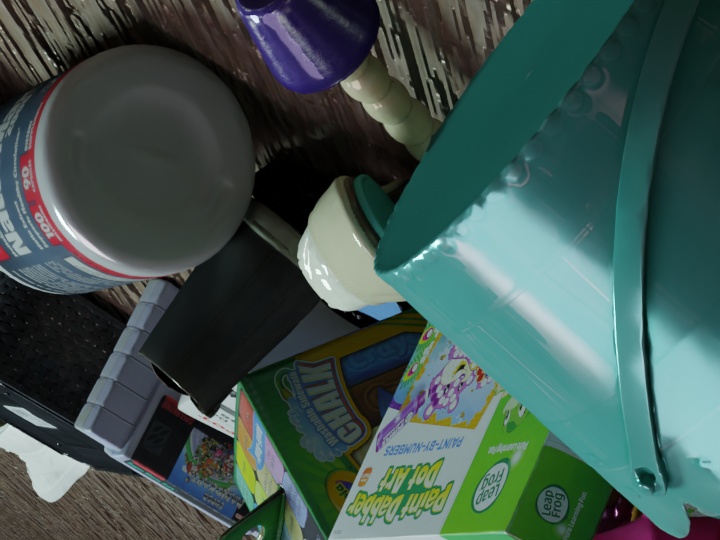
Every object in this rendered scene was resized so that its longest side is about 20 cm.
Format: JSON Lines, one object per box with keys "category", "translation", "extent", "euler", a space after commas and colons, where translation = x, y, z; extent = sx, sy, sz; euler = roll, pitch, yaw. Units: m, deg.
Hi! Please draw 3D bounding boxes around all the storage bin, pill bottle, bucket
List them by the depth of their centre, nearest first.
{"category": "bucket", "translation": [0.109, -0.031, 0.669], "extent": [0.135, 0.207, 0.207], "euler": [36, 161, -9]}
{"category": "pill bottle", "translation": [-0.150, -0.048, 1.079], "extent": [0.120, 0.120, 0.200], "euler": [32, 161, -22]}
{"category": "storage bin", "translation": [-0.246, 0.082, 1.604], "extent": [0.200, 0.094, 0.135], "euler": [35, 160, -33]}

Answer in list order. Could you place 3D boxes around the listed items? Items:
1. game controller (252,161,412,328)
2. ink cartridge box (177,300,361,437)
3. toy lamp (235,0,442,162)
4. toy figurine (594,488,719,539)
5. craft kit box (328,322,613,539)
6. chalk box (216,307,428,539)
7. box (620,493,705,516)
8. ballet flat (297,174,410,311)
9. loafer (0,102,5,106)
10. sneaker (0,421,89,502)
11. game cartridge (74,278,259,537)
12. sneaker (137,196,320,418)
{"category": "game controller", "translation": [0.000, 0.000, 1.153], "extent": [0.104, 0.042, 0.200], "euler": [17, 160, 22]}
{"category": "ink cartridge box", "translation": [-0.028, 0.078, 1.343], "extent": [0.146, 0.084, 0.200], "euler": [28, 162, -9]}
{"category": "toy lamp", "translation": [0.013, -0.076, 0.895], "extent": [0.058, 0.058, 0.200], "euler": [9, 157, 39]}
{"category": "toy figurine", "translation": [0.136, 0.091, 1.001], "extent": [0.200, 0.184, 0.150], "euler": [5, 154, 48]}
{"category": "craft kit box", "translation": [0.077, 0.048, 0.933], "extent": [0.048, 0.198, 0.200], "euler": [28, 161, -17]}
{"category": "chalk box", "translation": [0.002, 0.117, 1.110], "extent": [0.124, 0.200, 0.125], "euler": [60, 158, 27]}
{"category": "box", "translation": [0.213, 0.168, 1.096], "extent": [0.124, 0.200, 0.149], "euler": [15, 160, 28]}
{"category": "ballet flat", "translation": [0.006, -0.008, 0.956], "extent": [0.069, 0.070, 0.200], "euler": [20, -173, 13]}
{"category": "loafer", "translation": [-0.264, -0.084, 1.182], "extent": [0.200, 0.072, 0.063], "euler": [28, 130, -20]}
{"category": "sneaker", "translation": [-0.343, 0.180, 2.086], "extent": [0.115, 0.074, 0.200], "euler": [29, 152, -9]}
{"category": "game cartridge", "translation": [-0.106, 0.110, 1.464], "extent": [0.200, 0.130, 0.038], "euler": [36, 159, -35]}
{"category": "sneaker", "translation": [-0.076, 0.017, 1.087], "extent": [0.075, 0.106, 0.200], "euler": [43, 177, -4]}
